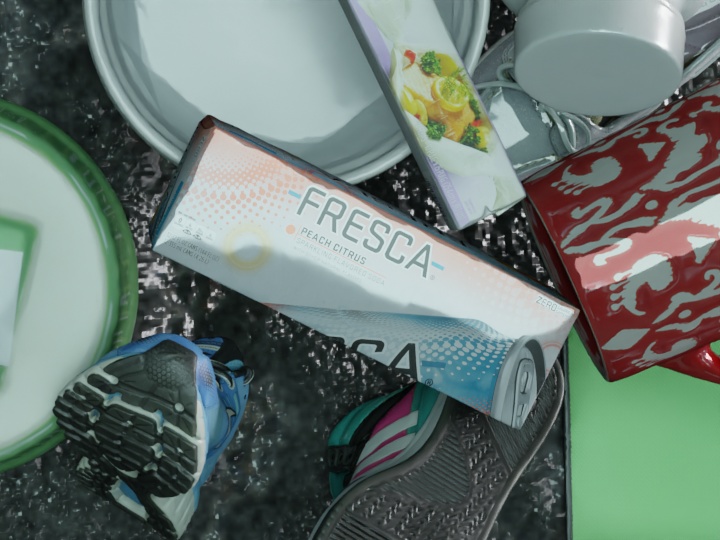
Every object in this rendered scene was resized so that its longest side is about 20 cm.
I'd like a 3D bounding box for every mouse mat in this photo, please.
[{"bbox_3d":[0.185,0.113,1.573,0.160,0.008,0.201,-1,92,-6],"label":"mouse mat"}]

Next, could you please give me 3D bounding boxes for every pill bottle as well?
[{"bbox_3d":[0.121,-0.182,1.471,0.110,0.111,0.201,8,64,-6],"label":"pill bottle"}]

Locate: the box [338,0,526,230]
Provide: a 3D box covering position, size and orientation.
[{"bbox_3d":[0.019,-0.115,1.429,0.039,0.041,0.201,-26,93,-5],"label":"box"}]

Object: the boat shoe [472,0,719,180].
[{"bbox_3d":[0.127,-0.108,1.532,0.201,0.065,0.075,-29,94,-4],"label":"boat shoe"}]

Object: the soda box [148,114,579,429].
[{"bbox_3d":[0.000,0.000,1.423,0.199,0.064,0.069,26,95,-8],"label":"soda box"}]

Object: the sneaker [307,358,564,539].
[{"bbox_3d":[0.013,0.118,1.498,0.084,0.121,0.200,44,58,-5],"label":"sneaker"}]

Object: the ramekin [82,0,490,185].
[{"bbox_3d":[-0.041,-0.136,1.496,0.199,0.105,0.201,0,91,-6],"label":"ramekin"}]

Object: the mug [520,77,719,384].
[{"bbox_3d":[0.196,-0.016,1.446,0.199,0.133,0.178,-24,77,-2],"label":"mug"}]

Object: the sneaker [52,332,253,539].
[{"bbox_3d":[-0.095,0.061,1.457,0.078,0.200,0.090,31,72,3],"label":"sneaker"}]

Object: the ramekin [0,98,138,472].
[{"bbox_3d":[-0.209,0.009,1.485,0.199,0.098,0.201,0,91,-6],"label":"ramekin"}]
